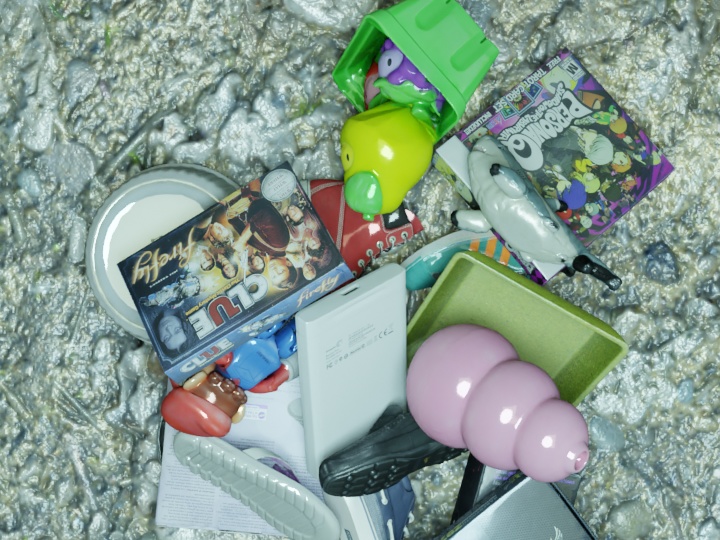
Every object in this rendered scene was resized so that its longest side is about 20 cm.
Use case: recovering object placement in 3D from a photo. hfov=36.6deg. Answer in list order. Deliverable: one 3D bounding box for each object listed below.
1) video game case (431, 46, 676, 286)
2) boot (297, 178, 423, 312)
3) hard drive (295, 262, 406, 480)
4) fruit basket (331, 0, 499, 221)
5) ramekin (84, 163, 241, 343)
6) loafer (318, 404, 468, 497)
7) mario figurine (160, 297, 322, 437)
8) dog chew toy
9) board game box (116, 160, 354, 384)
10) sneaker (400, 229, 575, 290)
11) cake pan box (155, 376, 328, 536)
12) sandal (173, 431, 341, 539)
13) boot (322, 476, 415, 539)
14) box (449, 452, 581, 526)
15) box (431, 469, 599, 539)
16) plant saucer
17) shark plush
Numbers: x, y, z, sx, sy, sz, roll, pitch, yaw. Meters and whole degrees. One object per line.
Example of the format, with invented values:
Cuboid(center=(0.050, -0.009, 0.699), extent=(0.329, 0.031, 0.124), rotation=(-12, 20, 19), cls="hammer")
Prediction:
Cuboid(center=(0.205, -0.113, 1.159), extent=(0.199, 0.036, 0.182), rotation=(-38, 82, -15), cls="video game case")
Cuboid(center=(0.000, 0.000, 1.177), extent=(0.142, 0.072, 0.203), rotation=(-2, 88, -3), cls="boot")
Cuboid(center=(-0.006, 0.105, 1.119), extent=(0.131, 0.027, 0.202), rotation=(-28, 130, -33), cls="hard drive")
Cuboid(center=(0.029, -0.162, 1.107), extent=(0.215, 0.216, 0.156), rotation=(-42, 92, 0), cls="fruit basket")
Cuboid(center=(-0.197, -0.016, 1.153), extent=(0.197, 0.105, 0.203), rotation=(0, 91, -2), cls="ramekin")
Cuboid(center=(0.037, 0.178, 1.138), extent=(0.199, 0.069, 0.071), rotation=(-17, 55, -30), cls="loafer")
Cuboid(center=(-0.127, 0.082, 1.108), extent=(0.200, 0.106, 0.124), rotation=(-43, 86, 3), cls="mario figurine")
Cuboid(center=(0.137, 0.135, 1.056), extent=(0.199, 0.124, 0.125), rotation=(32, 91, 40), cls="dog chew toy")
Cuboid(center=(-0.123, 0.000, 1.055), extent=(0.199, 0.035, 0.136), rotation=(-31, 62, 0), cls="board game box")
Cuboid(center=(0.139, -0.004, 1.171), extent=(0.197, 0.071, 0.081), rotation=(-17, 75, -2), cls="sneaker")
Cuboid(center=(-0.124, 0.190, 1.187), extent=(0.197, 0.052, 0.187), rotation=(4, 89, -2), cls="cake pan box")
Cuboid(center=(-0.100, 0.214, 1.137), extent=(0.201, 0.083, 0.050), rotation=(33, 47, -1), cls="sandal")
Cuboid(center=(0.029, 0.292, 1.184), extent=(0.090, 0.072, 0.202), rotation=(-27, 114, -30), cls="boot")
Cuboid(center=(0.150, 0.290, 1.159), extent=(0.105, 0.122, 0.203), rotation=(16, 90, -1), cls="box")
Cuboid(center=(0.145, 0.311, 1.073), extent=(0.199, 0.051, 0.158), rotation=(-37, 90, -1), cls="box")
Cuboid(center=(0.154, 0.073, 1.149), extent=(0.198, 0.200, 0.048), rotation=(29, 46, -1), cls="plant saucer")
Cuboid(center=(0.187, -0.058, 1.090), extent=(0.199, 0.083, 0.091), rotation=(32, 134, 9), cls="shark plush")
